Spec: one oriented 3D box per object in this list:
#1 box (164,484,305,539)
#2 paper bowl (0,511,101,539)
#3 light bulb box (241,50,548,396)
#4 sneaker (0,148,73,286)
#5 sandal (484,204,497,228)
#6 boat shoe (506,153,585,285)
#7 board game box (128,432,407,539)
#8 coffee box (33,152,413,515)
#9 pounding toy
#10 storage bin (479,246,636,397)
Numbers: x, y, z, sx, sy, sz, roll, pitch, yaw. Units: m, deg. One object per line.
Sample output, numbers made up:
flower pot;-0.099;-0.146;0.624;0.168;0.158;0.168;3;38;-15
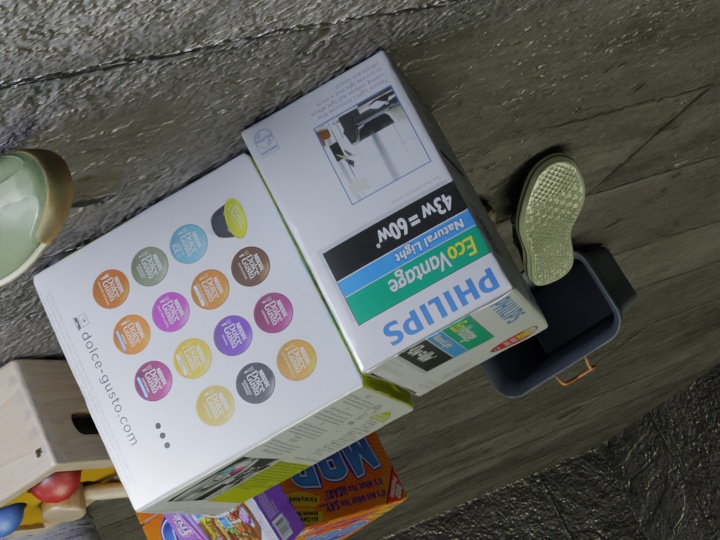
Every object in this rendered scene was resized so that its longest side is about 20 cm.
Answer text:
box;-0.154;0.181;1.622;0.136;0.201;0.039;-20;-166;44
paper bowl;-0.407;0.384;2.118;0.200;0.105;0.201;-25;167;-6
light bulb box;0.031;-0.027;1.279;0.124;0.201;0.198;-29;165;7
sneaker;-0.272;-0.008;1.060;0.200;0.067;0.090;-31;171;26
sandal;0.115;-0.016;1.746;0.080;0.054;0.200;-36;166;-1
boat shoe;0.183;-0.060;1.733;0.074;0.063;0.200;-20;150;-7
board game box;-0.114;0.220;1.879;0.200;0.201;0.199;-36;163;31
coffee box;-0.099;0.058;1.339;0.197;0.201;0.200;-29;165;7
pounding toy;-0.266;0.173;1.540;0.184;0.143;0.200;-33;162;23
storage bin;0.253;0.060;2.146;0.200;0.146;0.134;-36;173;31
